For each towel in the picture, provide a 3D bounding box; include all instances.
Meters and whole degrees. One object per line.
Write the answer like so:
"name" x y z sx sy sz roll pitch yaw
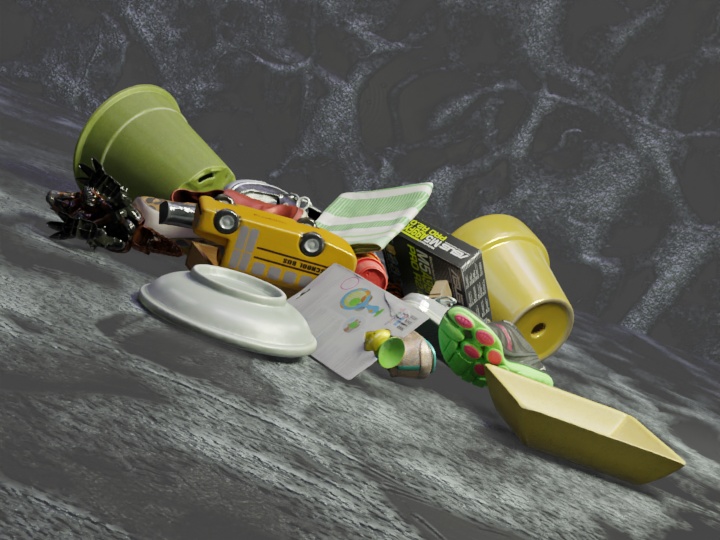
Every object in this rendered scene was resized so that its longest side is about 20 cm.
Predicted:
"towel" 0.000 -0.066 1.699 0.152 0.024 0.200 -5 22 28

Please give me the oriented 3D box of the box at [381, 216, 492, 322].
"box" 0.106 0.024 1.770 0.160 0.044 0.201 31 -31 36

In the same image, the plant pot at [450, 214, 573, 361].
"plant pot" 0.230 0.044 2.011 0.200 0.201 0.189 16 24 -39

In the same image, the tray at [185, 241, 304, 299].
"tray" -0.111 0.014 1.615 0.199 0.037 0.099 11 18 -29

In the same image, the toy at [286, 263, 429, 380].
"toy" -0.015 0.067 1.452 0.200 0.115 0.047 26 -31 56

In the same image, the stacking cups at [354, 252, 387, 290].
"stacking cups" 0.000 0.000 1.653 0.060 0.061 0.200 20 10 -12

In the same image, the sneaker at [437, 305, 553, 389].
"sneaker" 0.158 0.098 1.583 0.200 0.077 0.084 39 25 -39

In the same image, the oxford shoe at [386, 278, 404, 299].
"oxford shoe" 0.032 0.049 1.760 0.071 0.073 0.200 19 7 -31

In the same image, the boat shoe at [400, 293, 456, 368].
"boat shoe" 0.113 0.074 1.625 0.074 0.065 0.202 -11 -33 41

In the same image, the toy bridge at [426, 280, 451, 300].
"toy bridge" 0.015 0.044 1.671 0.199 0.027 0.067 -2 32 24

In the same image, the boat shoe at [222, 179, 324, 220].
"boat shoe" -0.097 -0.071 1.778 0.199 0.074 0.068 28 -12 -27

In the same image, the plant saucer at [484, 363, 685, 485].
"plant saucer" 0.240 0.179 1.453 0.199 0.049 0.200 20 6 -9

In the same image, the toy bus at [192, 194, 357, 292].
"toy bus" -0.106 -0.029 1.553 0.199 0.079 0.065 15 17 -16

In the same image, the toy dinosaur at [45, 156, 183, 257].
"toy dinosaur" -0.302 -0.065 1.568 0.199 0.103 0.136 1 -18 17

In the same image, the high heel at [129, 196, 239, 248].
"high heel" -0.221 -0.055 1.671 0.142 0.072 0.200 8 -7 -30

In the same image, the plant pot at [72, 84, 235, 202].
"plant pot" -0.287 -0.141 1.894 0.190 0.201 0.200 37 14 32

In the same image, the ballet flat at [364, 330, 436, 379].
"ballet flat" 0.020 0.077 1.536 0.067 0.068 0.200 -7 16 -22

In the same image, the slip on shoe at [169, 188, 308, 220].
"slip on shoe" -0.166 -0.074 1.698 0.199 0.061 0.074 6 41 19

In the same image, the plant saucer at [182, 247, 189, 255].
"plant saucer" -0.159 -0.024 1.800 0.199 0.049 0.200 25 7 37

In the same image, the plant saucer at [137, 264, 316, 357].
"plant saucer" -0.136 0.034 1.379 0.199 0.050 0.200 19 9 -3
